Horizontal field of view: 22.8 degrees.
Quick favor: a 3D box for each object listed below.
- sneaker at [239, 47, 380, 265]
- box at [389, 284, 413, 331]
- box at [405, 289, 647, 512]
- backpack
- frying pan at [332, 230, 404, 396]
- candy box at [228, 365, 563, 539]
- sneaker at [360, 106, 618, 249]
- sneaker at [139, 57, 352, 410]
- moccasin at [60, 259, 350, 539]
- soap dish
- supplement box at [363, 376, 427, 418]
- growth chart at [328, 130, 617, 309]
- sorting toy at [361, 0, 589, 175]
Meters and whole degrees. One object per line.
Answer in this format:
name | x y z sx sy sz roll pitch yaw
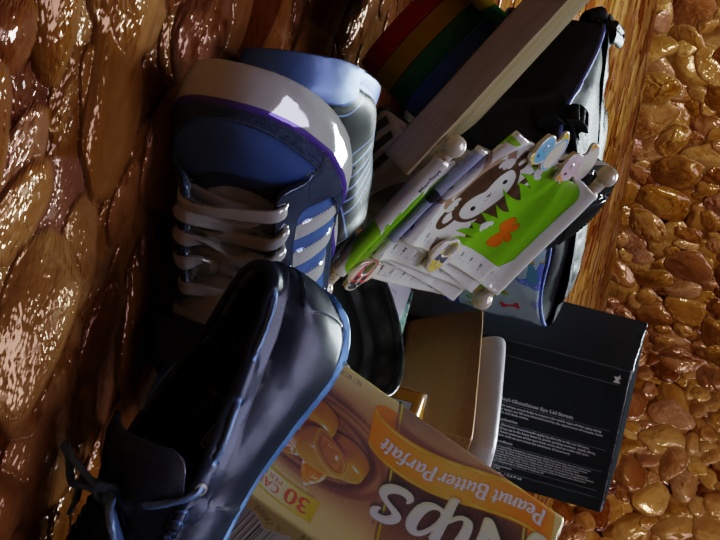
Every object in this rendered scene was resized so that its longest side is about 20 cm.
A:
sneaker | -0.025 -0.055 0.924 0.200 0.069 0.079 52 46 -76
box | -0.012 0.096 1.239 0.144 0.036 0.202 39 67 -77
box | 0.116 0.092 1.429 0.079 0.198 0.142 -59 160 -53
backpack | 0.103 -0.074 1.317 0.184 0.146 0.201 -64 159 -49
frying pan | -0.008 -0.007 1.123 0.115 0.031 0.191 44 34 -48
candy box | 0.007 0.133 0.976 0.055 0.199 0.116 -46 -169 44
sneaker | 0.069 -0.070 1.150 0.199 0.116 0.076 -12 143 -36
sneaker | -0.058 0.010 0.818 0.200 0.080 0.148 81 23 -68
moccasin | -0.087 0.079 0.760 0.201 0.080 0.068 -59 139 -12
soap dish | 0.045 0.147 1.344 0.158 0.081 0.201 -78 -176 -56
supplement box | -0.016 0.148 1.064 0.200 0.068 0.067 -59 160 -53
growth chart | 0.070 -0.030 1.069 0.145 0.018 0.199 -49 151 21
sorting toy | 0.090 -0.166 1.035 0.200 0.070 0.199 -47 178 20
